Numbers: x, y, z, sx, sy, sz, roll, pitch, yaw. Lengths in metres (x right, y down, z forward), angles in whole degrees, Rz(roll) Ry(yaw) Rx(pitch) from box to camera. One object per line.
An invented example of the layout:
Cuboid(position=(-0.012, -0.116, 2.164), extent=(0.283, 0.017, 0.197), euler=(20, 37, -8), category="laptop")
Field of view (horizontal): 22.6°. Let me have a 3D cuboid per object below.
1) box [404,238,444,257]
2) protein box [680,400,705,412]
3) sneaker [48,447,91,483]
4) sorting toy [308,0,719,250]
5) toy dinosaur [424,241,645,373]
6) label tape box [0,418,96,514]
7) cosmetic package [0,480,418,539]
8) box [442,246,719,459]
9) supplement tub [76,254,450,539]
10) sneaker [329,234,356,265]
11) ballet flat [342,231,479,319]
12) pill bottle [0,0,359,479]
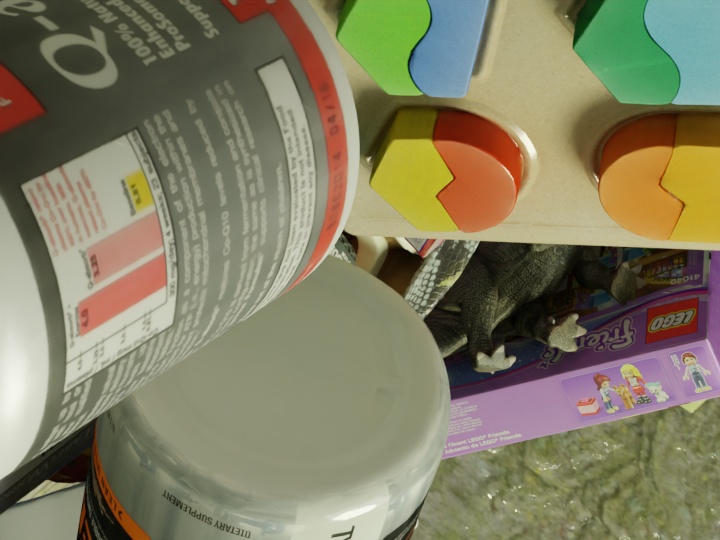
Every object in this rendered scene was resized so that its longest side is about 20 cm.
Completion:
Cuboid(position=(0.051, -0.111, 0.722), extent=(0.095, 0.103, 0.200), euler=(-39, 169, -33), category="box")
Cuboid(position=(0.172, -0.068, 1.019), extent=(0.199, 0.199, 0.135), euler=(-50, -167, 36), category="protein box")
Cuboid(position=(-0.087, 0.023, 0.818), extent=(0.200, 0.073, 0.077), euler=(-45, -179, 20), category="sneaker")
Cuboid(position=(0.066, -0.061, 0.635), extent=(0.201, 0.183, 0.037), euler=(73, 24, -54), category="sorting toy")
Cuboid(position=(0.075, 0.001, 0.895), extent=(0.201, 0.077, 0.102), euler=(-58, -153, 5), category="toy dinosaur")
Cuboid(position=(-0.161, 0.066, 0.695), extent=(0.144, 0.063, 0.200), euler=(-38, 169, -33), category="label tape box")
Cuboid(position=(-0.084, 0.126, 0.851), extent=(0.198, 0.075, 0.102), euler=(-14, 168, -26), category="cosmetic package")
Cuboid(position=(0.094, 0.028, 0.936), extent=(0.198, 0.039, 0.137), euler=(-15, -147, 24), category="box")
Cuboid(position=(-0.045, 0.097, 0.673), extent=(0.122, 0.122, 0.201), euler=(-36, 154, -39), category="supplement tub")
Cuboid(position=(-0.039, -0.026, 0.685), extent=(0.200, 0.090, 0.078), euler=(126, -18, -60), category="sneaker")
Cuboid(position=(0.000, 0.000, 0.807), extent=(0.201, 0.072, 0.072), euler=(-56, 174, -14), category="ballet flat")
Cuboid(position=(-0.097, -0.011, 0.459), extent=(0.200, 0.116, 0.116), euler=(-34, 167, -48), category="pill bottle")
